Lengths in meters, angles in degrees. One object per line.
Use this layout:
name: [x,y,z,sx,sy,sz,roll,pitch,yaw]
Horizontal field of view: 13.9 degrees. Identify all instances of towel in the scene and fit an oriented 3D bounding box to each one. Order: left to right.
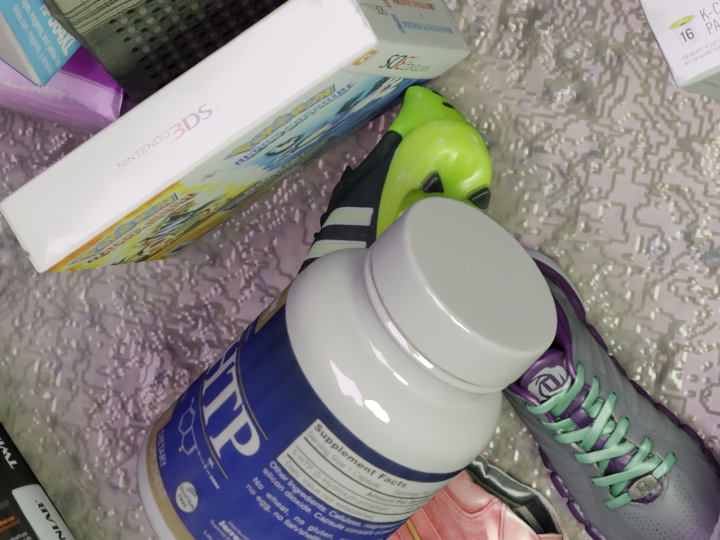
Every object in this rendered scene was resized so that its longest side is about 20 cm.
towel: [-0.050,-0.156,1.413,0.199,0.193,0.035,-32,64,1]

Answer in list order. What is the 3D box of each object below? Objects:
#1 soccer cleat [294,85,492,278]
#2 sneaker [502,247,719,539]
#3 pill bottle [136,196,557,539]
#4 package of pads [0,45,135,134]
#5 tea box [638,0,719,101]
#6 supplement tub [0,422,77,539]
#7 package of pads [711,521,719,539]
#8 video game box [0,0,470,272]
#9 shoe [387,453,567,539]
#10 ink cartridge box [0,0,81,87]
soccer cleat: [0.000,0.000,1.478,0.200,0.067,0.081,-56,33,24]
sneaker: [0.106,0.076,1.424,0.074,0.087,0.200,-42,77,13]
pill bottle: [-0.004,0.061,1.381,0.200,0.119,0.120,-45,76,32]
package of pads: [-0.182,-0.145,1.529,0.199,0.076,0.121,16,94,17]
tea box: [0.181,-0.190,1.346,0.133,0.200,0.198,-27,82,16]
supplement tub: [-0.231,0.117,1.516,0.122,0.122,0.201,-37,79,14]
package of pads: [0.246,0.163,1.360,0.199,0.076,0.121,26,95,6]
video game box: [-0.056,-0.071,1.431,0.199,0.182,0.047,-34,81,15]
shoe: [0.077,0.172,1.440,0.200,0.071,0.091,46,108,18]
ink cartridge box: [-0.147,-0.219,1.429,0.128,0.125,0.200,35,75,24]
